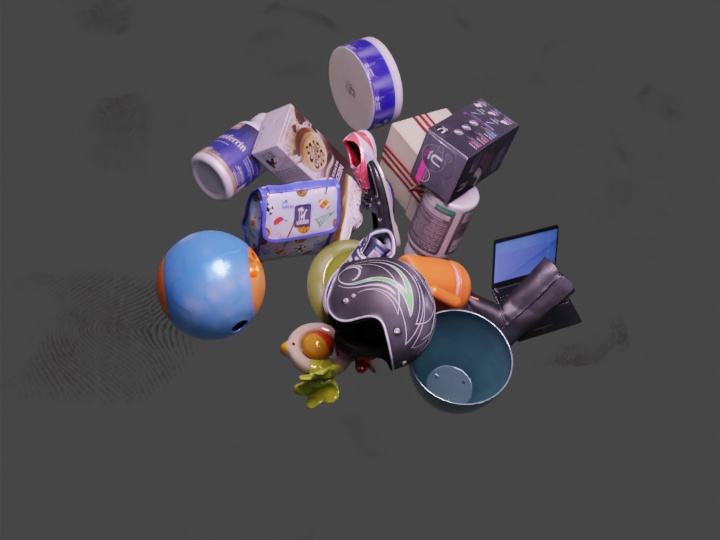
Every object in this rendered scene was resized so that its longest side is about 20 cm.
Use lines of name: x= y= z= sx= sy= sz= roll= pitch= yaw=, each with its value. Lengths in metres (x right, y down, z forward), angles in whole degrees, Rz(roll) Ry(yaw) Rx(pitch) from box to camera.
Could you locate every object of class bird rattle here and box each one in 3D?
bird rattle: x=-0.060 y=0.155 z=1.608 sx=0.163 sy=0.113 sz=0.200 roll=35 pitch=53 yaw=20

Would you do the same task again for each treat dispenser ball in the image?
treat dispenser ball: x=-0.275 y=0.027 z=1.554 sx=0.199 sy=0.201 sz=0.202 roll=8 pitch=58 yaw=-12

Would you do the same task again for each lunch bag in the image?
lunch bag: x=-0.137 y=-0.107 z=1.678 sx=0.169 sy=0.200 sz=0.125 roll=-9 pitch=63 yaw=-23

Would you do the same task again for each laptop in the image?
laptop: x=0.384 y=0.026 z=1.816 sx=0.176 sy=0.103 sz=0.201 roll=-13 pitch=65 yaw=-23

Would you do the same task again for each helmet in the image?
helmet: x=0.044 y=0.076 z=1.522 sx=0.189 sy=0.201 sz=0.201 roll=11 pitch=55 yaw=13

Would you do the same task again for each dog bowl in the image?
dog bowl: x=0.010 y=-0.421 z=1.912 sx=0.078 sy=0.200 sz=0.201 roll=-23 pitch=69 yaw=-23

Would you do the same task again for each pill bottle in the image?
pill bottle: x=-0.252 y=-0.243 z=1.776 sx=0.116 sy=0.116 sz=0.200 roll=40 pitch=56 yaw=9
pill bottle: x=0.164 y=-0.097 z=1.755 sx=0.112 sy=0.201 sz=0.114 roll=11 pitch=44 yaw=-11

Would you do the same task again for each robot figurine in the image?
robot figurine: x=0.137 y=0.032 z=1.679 sx=0.198 sy=0.144 sz=0.118 roll=7 pitch=69 yaw=-25

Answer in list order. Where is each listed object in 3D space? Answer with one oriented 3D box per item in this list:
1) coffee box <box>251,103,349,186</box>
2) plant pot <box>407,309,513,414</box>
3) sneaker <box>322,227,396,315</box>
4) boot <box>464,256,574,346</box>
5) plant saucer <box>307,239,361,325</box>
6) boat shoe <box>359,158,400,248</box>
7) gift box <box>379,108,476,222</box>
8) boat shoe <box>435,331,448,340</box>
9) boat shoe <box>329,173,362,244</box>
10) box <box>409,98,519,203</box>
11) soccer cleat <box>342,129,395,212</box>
coffee box: x=-0.123 y=-0.236 z=1.767 sx=0.200 sy=0.079 sz=0.114 roll=41 pitch=52 yaw=-38
plant pot: x=0.183 y=0.196 z=1.624 sx=0.198 sy=0.135 sz=0.201 roll=2 pitch=55 yaw=-3
sneaker: x=0.000 y=0.000 z=1.634 sx=0.070 sy=0.108 sz=0.201 roll=36 pitch=67 yaw=-10
boot: x=0.319 y=0.045 z=1.742 sx=0.200 sy=0.066 sz=0.165 roll=-43 pitch=87 yaw=11
plant saucer: x=-0.009 y=0.031 z=1.700 sx=0.198 sy=0.031 sz=0.202 roll=6 pitch=75 yaw=-21
boat shoe: x=0.032 y=-0.135 z=1.782 sx=0.066 sy=0.201 sz=0.075 roll=-16 pitch=24 yaw=-4
gift box: x=0.149 y=-0.215 z=1.850 sx=0.199 sy=0.185 sz=0.187 roll=-24 pitch=61 yaw=-24
boat shoe: x=0.144 y=0.116 z=1.711 sx=0.198 sy=0.065 sz=0.072 roll=1 pitch=60 yaw=-17
boat shoe: x=-0.025 y=-0.111 z=1.795 sx=0.069 sy=0.071 sz=0.201 roll=28 pitch=56 yaw=-29
box: x=0.208 y=-0.241 z=1.677 sx=0.106 sy=0.123 sz=0.200 roll=39 pitch=46 yaw=18
soccer cleat: x=0.015 y=-0.204 z=1.827 sx=0.073 sy=0.068 sz=0.202 roll=-24 pitch=98 yaw=-48
